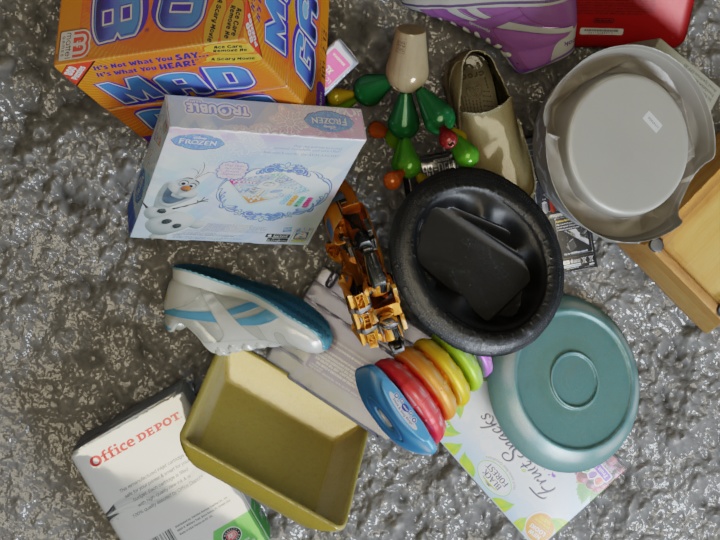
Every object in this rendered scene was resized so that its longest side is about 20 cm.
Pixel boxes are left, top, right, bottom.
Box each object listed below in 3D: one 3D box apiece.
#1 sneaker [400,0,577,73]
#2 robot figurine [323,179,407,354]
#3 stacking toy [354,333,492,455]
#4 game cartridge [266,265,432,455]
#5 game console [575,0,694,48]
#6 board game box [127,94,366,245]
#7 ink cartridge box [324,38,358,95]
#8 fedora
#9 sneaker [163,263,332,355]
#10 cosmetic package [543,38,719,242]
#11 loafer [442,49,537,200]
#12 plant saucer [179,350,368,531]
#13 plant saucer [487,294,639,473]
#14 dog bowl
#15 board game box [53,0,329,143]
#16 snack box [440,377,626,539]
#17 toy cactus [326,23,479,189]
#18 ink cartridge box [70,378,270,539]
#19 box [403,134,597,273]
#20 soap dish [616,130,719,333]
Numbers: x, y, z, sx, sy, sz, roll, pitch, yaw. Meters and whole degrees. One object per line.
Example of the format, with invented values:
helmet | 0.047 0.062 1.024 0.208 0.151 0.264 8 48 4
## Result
sneaker | 0.136 -0.265 1.496 0.199 0.073 0.115 10 132 25
robot figurine | 0.000 0.000 1.460 0.058 0.201 0.146 -18 129 -1
stacking toy | 0.101 0.099 1.487 0.199 0.110 0.117 -37 92 -14
game cartridge | 0.007 0.102 1.547 0.199 0.038 0.130 33 93 5
game console | 0.267 -0.350 1.532 0.198 0.119 0.174 1 129 -3
board game box | -0.119 -0.097 1.391 0.198 0.199 0.044 2 60 -21
ink cartridge box | -0.088 -0.168 1.480 0.200 0.119 0.042 -41 101 3
fedora | 0.111 -0.006 1.441 0.198 0.092 0.203 2 84 -17
sneaker | -0.124 0.057 1.519 0.198 0.076 0.082 19 100 18
cosmetic package | 0.297 -0.140 1.505 0.105 0.071 0.201 32 81 -21
loafer | 0.136 -0.149 1.481 0.075 0.068 0.202 -19 75 -5
plant saucer | -0.097 0.188 1.507 0.199 0.201 0.049 30 120 -7
plant saucer | 0.235 0.124 1.547 0.198 0.027 0.203 5 77 -23
dog bowl | 0.267 -0.129 1.425 0.198 0.059 0.203 -1 92 -20
board game box | -0.157 -0.261 1.362 0.198 0.200 0.202 -5 71 20
snack box | 0.186 0.197 1.583 0.142 0.053 0.200 -42 97 3
toy cactus | 0.038 -0.175 1.453 0.102 0.199 0.167 -21 129 -36
ink cartridge box | -0.210 0.244 1.546 0.145 0.084 0.201 -29 99 0
box | 0.155 -0.064 1.547 0.198 0.050 0.160 -12 98 -3
soap dish | 0.411 -0.049 1.551 0.157 0.081 0.200 44 94 -8
